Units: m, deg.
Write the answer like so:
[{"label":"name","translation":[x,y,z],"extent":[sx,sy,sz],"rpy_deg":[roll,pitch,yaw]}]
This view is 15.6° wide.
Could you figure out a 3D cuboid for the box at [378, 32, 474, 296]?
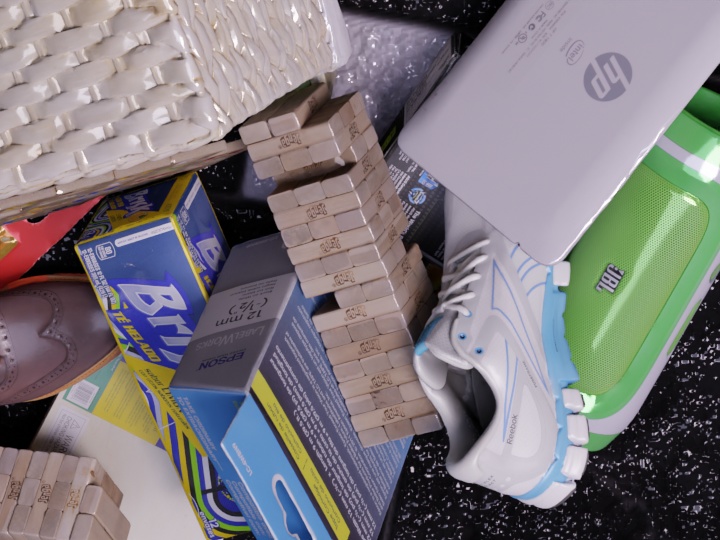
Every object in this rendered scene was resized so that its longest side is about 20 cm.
[{"label":"box","translation":[0.081,-0.005,1.516],"extent":[0.192,0.048,0.200],"rpy_deg":[30,112,-11]}]

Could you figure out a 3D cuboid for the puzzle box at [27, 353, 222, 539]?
[{"label":"puzzle box","translation":[-0.131,0.115,1.594],"extent":[0.133,0.025,0.201],"rpy_deg":[27,113,-7]}]

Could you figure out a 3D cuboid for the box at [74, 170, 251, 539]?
[{"label":"box","translation":[-0.091,0.050,1.509],"extent":[0.064,0.070,0.201],"rpy_deg":[-17,111,16]}]

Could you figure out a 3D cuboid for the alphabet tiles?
[{"label":"alphabet tiles","translation":[-0.160,-0.041,1.441],"extent":[0.199,0.167,0.008],"rpy_deg":[-16,90,-24]}]

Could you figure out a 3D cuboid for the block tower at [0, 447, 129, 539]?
[{"label":"block tower","translation":[-0.237,0.137,1.558],"extent":[0.199,0.054,0.058],"rpy_deg":[6,152,19]}]

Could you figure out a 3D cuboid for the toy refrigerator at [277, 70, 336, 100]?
[{"label":"toy refrigerator","translation":[-0.067,-0.189,1.431],"extent":[0.075,0.070,0.201],"rpy_deg":[-6,113,7]}]

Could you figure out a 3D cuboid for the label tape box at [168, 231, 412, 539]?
[{"label":"label tape box","translation":[-0.041,0.091,1.433],"extent":[0.066,0.200,0.144],"rpy_deg":[-13,120,26]}]

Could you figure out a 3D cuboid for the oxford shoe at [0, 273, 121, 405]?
[{"label":"oxford shoe","translation":[-0.226,0.053,1.534],"extent":[0.199,0.073,0.072],"rpy_deg":[-18,94,16]}]

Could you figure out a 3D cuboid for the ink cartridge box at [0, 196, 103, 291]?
[{"label":"ink cartridge box","translation":[-0.231,-0.093,1.498],"extent":[0.161,0.050,0.200],"rpy_deg":[-42,103,19]}]

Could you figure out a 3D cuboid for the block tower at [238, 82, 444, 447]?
[{"label":"block tower","translation":[0.000,0.000,1.429],"extent":[0.054,0.058,0.201],"rpy_deg":[-15,106,26]}]

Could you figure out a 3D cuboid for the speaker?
[{"label":"speaker","translation":[0.150,-0.002,1.444],"extent":[0.088,0.089,0.201],"rpy_deg":[24,112,-7]}]

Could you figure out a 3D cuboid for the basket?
[{"label":"basket","translation":[-0.144,-0.156,1.336],"extent":[0.199,0.161,0.199],"rpy_deg":[-11,106,29]}]

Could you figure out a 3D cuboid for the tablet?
[{"label":"tablet","translation":[0.120,-0.113,1.409],"extent":[0.130,0.014,0.200],"rpy_deg":[40,94,32]}]

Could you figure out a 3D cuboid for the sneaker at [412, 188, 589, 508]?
[{"label":"sneaker","translation":[0.065,0.026,1.409],"extent":[0.086,0.201,0.075],"rpy_deg":[10,149,-36]}]
